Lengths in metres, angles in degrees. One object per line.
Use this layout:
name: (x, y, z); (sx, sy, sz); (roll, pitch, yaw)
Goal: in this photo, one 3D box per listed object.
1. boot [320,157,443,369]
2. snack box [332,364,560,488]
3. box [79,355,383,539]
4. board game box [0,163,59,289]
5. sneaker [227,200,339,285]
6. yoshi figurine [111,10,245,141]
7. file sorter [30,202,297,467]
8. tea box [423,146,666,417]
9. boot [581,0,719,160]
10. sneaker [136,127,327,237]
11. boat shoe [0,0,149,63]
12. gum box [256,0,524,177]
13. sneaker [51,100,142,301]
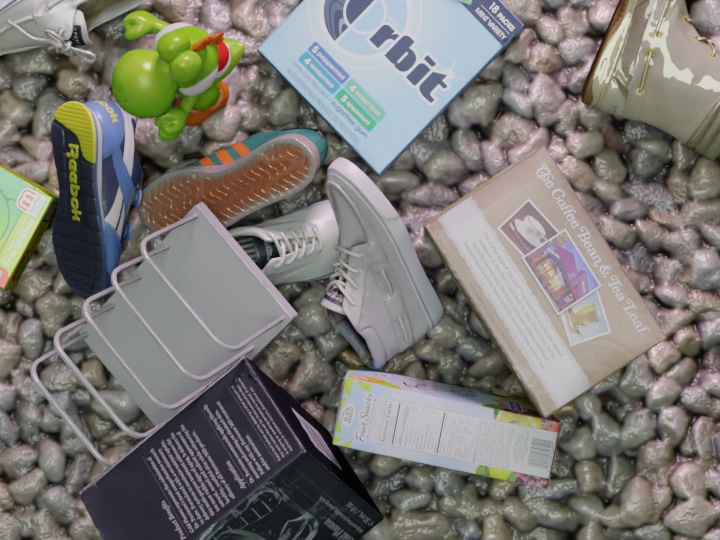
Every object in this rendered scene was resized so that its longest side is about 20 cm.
boot: (0.000, 0.000, 1.540); (0.095, 0.073, 0.201); (-40, 118, -18)
snack box: (0.077, 0.141, 1.531); (0.197, 0.169, 0.069); (10, 91, 0)
box: (-0.114, 0.215, 1.510); (0.196, 0.200, 0.124); (-38, 56, 3)
board game box: (-0.401, -0.075, 1.598); (0.199, 0.048, 0.102); (30, 92, 0)
sneaker: (-0.072, -0.018, 1.580); (0.198, 0.071, 0.074); (-19, 91, 2)
yoshi figurine: (-0.179, -0.179, 1.515); (0.111, 0.200, 0.113); (23, 92, 0)
file sorter: (-0.188, 0.065, 1.517); (0.139, 0.124, 0.200); (49, 119, 5)
tea box: (0.162, 0.007, 1.513); (0.133, 0.197, 0.201); (-33, 90, 1)
boot: (0.316, -0.222, 1.568); (0.153, 0.072, 0.202); (25, 97, 1)
sneaker: (-0.118, -0.085, 1.587); (0.198, 0.080, 0.072); (-17, 102, 22)
boat shoe: (-0.279, -0.237, 1.577); (0.200, 0.075, 0.087); (-27, 73, -5)
gum box: (0.029, -0.222, 1.587); (0.200, 0.045, 0.170); (-45, 90, 1)
sneaker: (-0.245, -0.067, 1.579); (0.073, 0.082, 0.202); (20, 116, 30)
